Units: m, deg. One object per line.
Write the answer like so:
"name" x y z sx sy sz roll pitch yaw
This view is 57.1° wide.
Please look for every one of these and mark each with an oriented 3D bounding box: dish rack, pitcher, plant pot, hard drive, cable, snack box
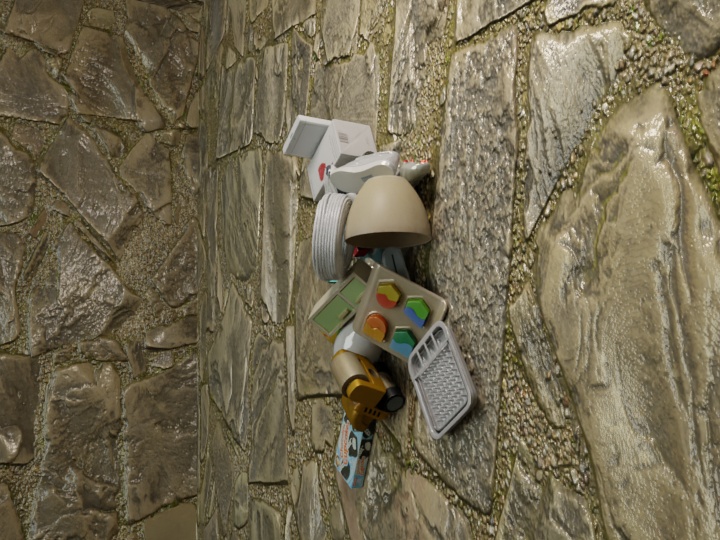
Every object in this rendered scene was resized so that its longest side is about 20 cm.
"dish rack" 0.175 0.229 1.381 0.173 0.043 0.203 -57 39 42
"pitcher" 0.004 0.144 1.656 0.203 0.119 0.173 -62 29 21
"plant pot" 0.059 -0.134 1.481 0.199 0.196 0.139 -15 75 61
"hard drive" -0.102 -0.359 1.830 0.133 0.195 0.027 -54 43 45
"cable" -0.060 -0.075 1.529 0.202 0.067 0.204 81 -162 -54
"snack box" -0.016 0.446 1.728 0.116 0.036 0.206 34 117 60

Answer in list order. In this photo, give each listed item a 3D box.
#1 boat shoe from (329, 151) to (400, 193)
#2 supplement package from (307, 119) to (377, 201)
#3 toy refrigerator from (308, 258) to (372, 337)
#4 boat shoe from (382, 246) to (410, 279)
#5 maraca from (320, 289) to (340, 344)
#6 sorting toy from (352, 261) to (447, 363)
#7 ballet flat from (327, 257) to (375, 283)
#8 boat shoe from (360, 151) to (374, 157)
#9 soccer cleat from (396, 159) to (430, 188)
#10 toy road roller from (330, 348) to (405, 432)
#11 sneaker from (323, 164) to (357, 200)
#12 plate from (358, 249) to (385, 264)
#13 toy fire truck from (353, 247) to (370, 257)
"boat shoe" 0.011 -0.240 1.565 0.197 0.072 0.069 -13 37 45
"supplement package" -0.053 -0.291 1.810 0.201 0.117 0.124 -53 43 47
"toy refrigerator" -0.039 0.070 1.596 0.200 0.075 0.070 -45 12 34
"boat shoe" 0.095 0.046 1.549 0.067 0.071 0.206 44 -141 -84
"maraca" -0.055 0.149 1.762 0.138 0.104 0.205 -92 -14 -72
"sorting toy" 0.081 0.105 1.482 0.197 0.036 0.189 30 119 19
"ballet flat" 0.000 0.000 1.643 0.195 0.070 0.067 2 84 25
"boat shoe" 0.027 -0.206 1.623 0.061 0.070 0.207 120 151 -68
"soccer cleat" 0.110 -0.210 1.548 0.199 0.067 0.080 174 94 -69
"toy road roller" -0.004 0.293 1.559 0.147 0.198 0.124 -51 39 14
"sneaker" -0.007 -0.187 1.685 0.202 0.127 0.080 63 154 18
"plate" 0.034 -0.028 1.709 0.199 0.025 0.206 -14 74 62
"toy fire truck" -0.040 -0.055 1.740 0.141 0.048 0.203 -45 62 41
